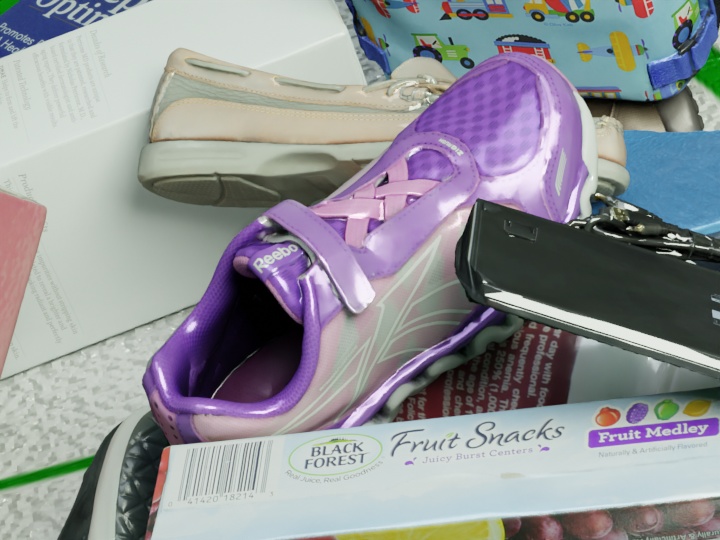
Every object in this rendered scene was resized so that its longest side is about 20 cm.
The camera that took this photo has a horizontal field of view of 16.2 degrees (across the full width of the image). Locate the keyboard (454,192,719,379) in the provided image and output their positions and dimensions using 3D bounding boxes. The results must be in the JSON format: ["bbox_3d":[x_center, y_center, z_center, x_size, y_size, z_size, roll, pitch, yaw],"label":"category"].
[{"bbox_3d":[0.127,0.017,0.816,0.199,0.021,0.127,18,22,-1],"label":"keyboard"}]

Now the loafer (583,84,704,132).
[{"bbox_3d":[0.082,-0.096,1.108,0.071,0.073,0.200,-24,40,-7],"label":"loafer"}]

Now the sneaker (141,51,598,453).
[{"bbox_3d":[0.000,0.000,0.862,0.200,0.089,0.080,-48,52,-5],"label":"sneaker"}]

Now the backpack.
[{"bbox_3d":[0.062,-0.180,1.009,0.181,0.201,0.135,6,55,19],"label":"backpack"}]

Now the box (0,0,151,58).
[{"bbox_3d":[-0.111,-0.121,1.244,0.121,0.033,0.200,26,57,40],"label":"box"}]

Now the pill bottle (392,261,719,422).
[{"bbox_3d":[0.066,0.043,0.930,0.199,0.115,0.114,11,48,31],"label":"pill bottle"}]

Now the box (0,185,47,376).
[{"bbox_3d":[-0.222,0.047,0.968,0.127,0.109,0.202,13,86,33],"label":"box"}]

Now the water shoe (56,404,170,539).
[{"bbox_3d":[-0.091,0.149,0.920,0.079,0.071,0.201,-36,32,59],"label":"water shoe"}]

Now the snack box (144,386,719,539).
[{"bbox_3d":[0.043,0.113,0.838,0.198,0.143,0.053,-7,43,14],"label":"snack box"}]

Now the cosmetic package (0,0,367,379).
[{"bbox_3d":[-0.090,-0.047,1.093,0.199,0.113,0.081,-21,41,-4],"label":"cosmetic package"}]

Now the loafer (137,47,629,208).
[{"bbox_3d":[0.007,-0.060,0.983,0.198,0.072,0.063,0,77,18],"label":"loafer"}]

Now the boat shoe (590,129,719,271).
[{"bbox_3d":[0.135,-0.010,1.001,0.198,0.069,0.085,-3,47,16],"label":"boat shoe"}]
